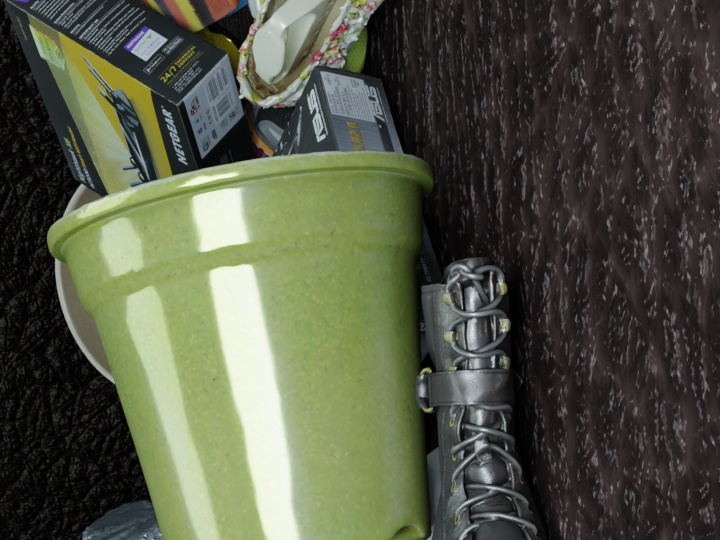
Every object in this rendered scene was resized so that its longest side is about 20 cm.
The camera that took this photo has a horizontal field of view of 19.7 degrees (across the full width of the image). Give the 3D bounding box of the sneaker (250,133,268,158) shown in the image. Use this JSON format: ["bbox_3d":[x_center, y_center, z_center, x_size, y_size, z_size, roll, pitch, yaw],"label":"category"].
[{"bbox_3d":[-0.048,-0.039,1.487,0.201,0.074,0.081,95,167,-46],"label":"sneaker"}]

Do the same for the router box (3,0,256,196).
[{"bbox_3d":[-0.143,-0.100,1.382,0.157,0.052,0.201,32,156,26],"label":"router box"}]

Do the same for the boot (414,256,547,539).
[{"bbox_3d":[0.052,0.082,0.935,0.200,0.069,0.176,-168,74,-82],"label":"boot"}]

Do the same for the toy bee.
[{"bbox_3d":[-0.121,-0.185,1.404,0.132,0.108,0.200,63,-166,3],"label":"toy bee"}]

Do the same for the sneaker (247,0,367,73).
[{"bbox_3d":[-0.026,-0.211,1.310,0.090,0.078,0.202,-168,68,-65],"label":"sneaker"}]

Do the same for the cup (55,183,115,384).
[{"bbox_3d":[-0.130,-0.004,1.712,0.143,0.199,0.202,-16,-74,-61],"label":"cup"}]

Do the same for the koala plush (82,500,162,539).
[{"bbox_3d":[-0.095,0.253,1.460,0.184,0.176,0.201,-59,-55,-81],"label":"koala plush"}]

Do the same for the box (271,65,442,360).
[{"bbox_3d":[-0.018,0.003,1.237,0.159,0.048,0.201,-60,31,38],"label":"box"}]

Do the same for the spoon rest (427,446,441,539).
[{"bbox_3d":[0.040,0.187,1.128,0.099,0.060,0.202,-120,42,-67],"label":"spoon rest"}]

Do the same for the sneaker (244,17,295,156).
[{"bbox_3d":[-0.038,-0.148,1.396,0.078,0.078,0.201,107,159,-47],"label":"sneaker"}]

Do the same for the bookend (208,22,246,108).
[{"bbox_3d":[-0.136,-0.156,1.576,0.092,0.198,0.200,-51,16,5],"label":"bookend"}]

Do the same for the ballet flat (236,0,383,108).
[{"bbox_3d":[-0.024,-0.166,1.233,0.076,0.064,0.201,41,137,17],"label":"ballet flat"}]

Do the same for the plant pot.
[{"bbox_3d":[-0.044,0.057,1.040,0.200,0.199,0.186,130,130,-76],"label":"plant pot"}]
